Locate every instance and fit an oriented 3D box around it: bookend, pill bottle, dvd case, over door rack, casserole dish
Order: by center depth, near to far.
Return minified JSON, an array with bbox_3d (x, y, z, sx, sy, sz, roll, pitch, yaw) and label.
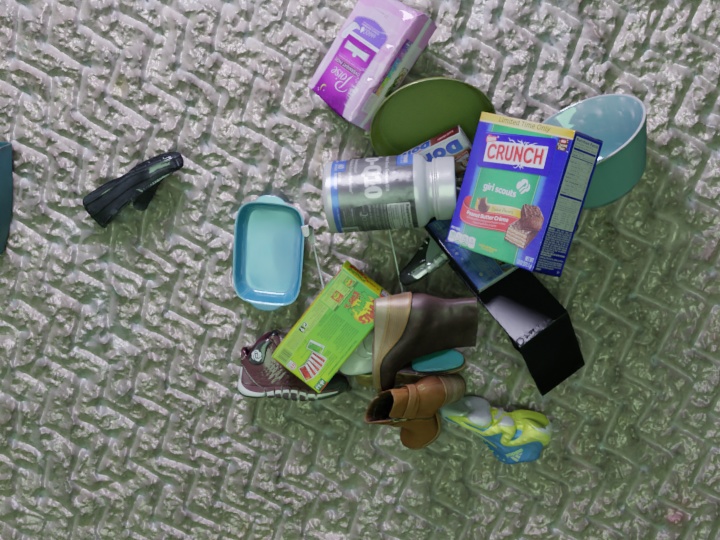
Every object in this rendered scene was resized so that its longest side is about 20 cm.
[{"bbox_3d":[0.048,-0.120,1.269,0.199,0.114,0.114,-4,104,8],"label":"pill bottle"},{"bbox_3d":[0.221,-0.069,1.294,0.200,0.018,0.143,-31,67,-13],"label":"dvd case"},{"bbox_3d":[0.257,0.071,1.344,0.092,0.199,0.200,-36,54,0],"label":"bookend"},{"bbox_3d":[0.000,0.000,1.386,0.147,0.067,0.201,-12,103,9],"label":"over door rack"},{"bbox_3d":[-0.155,-0.032,1.410,0.121,0.039,0.201,6,105,4],"label":"casserole dish"}]

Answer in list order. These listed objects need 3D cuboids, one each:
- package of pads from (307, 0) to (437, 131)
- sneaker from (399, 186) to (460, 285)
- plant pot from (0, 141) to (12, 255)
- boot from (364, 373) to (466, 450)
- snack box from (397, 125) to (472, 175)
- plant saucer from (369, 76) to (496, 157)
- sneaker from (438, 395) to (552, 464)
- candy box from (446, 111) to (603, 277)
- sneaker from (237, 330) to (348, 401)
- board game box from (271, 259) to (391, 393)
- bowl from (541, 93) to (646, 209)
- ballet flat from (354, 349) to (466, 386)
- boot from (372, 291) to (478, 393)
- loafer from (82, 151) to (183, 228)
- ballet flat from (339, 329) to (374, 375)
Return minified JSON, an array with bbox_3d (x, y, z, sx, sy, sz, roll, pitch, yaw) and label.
[{"bbox_3d":[0.015,-0.332,1.278,0.120,0.076,0.200,43,107,30],"label":"package of pads"},{"bbox_3d":[0.121,-0.071,1.349,0.200,0.075,0.116,-37,89,-8],"label":"sneaker"},{"bbox_3d":[-0.680,-0.109,1.398,0.141,0.141,0.201,4,112,5],"label":"plant pot"},{"bbox_3d":[0.074,0.247,1.378,0.200,0.155,0.077,-54,53,43],"label":"boot"},{"bbox_3d":[0.088,-0.160,1.325,0.200,0.024,0.072,-24,127,24],"label":"snack box"},{"bbox_3d":[0.113,-0.229,1.290,0.199,0.031,0.200,-2,142,-2],"label":"plant saucer"},{"bbox_3d":[0.228,0.287,1.433,0.199,0.076,0.105,12,117,14],"label":"sneaker"},{"bbox_3d":[0.229,-0.111,1.175,0.169,0.077,0.201,23,100,45],"label":"candy box"},{"bbox_3d":[-0.121,0.162,1.438,0.199,0.076,0.116,-1,101,7],"label":"sneaker"},{"bbox_3d":[-0.046,0.093,1.358,0.101,0.048,0.200,37,106,-5],"label":"board game box"},{"bbox_3d":[0.353,-0.169,1.260,0.200,0.201,0.105,-28,121,12],"label":"bowl"},{"bbox_3d":[0.085,0.172,1.433,0.199,0.069,0.063,-1,131,9],"label":"ballet flat"},{"bbox_3d":[0.102,0.123,1.313,0.166,0.072,0.201,1,125,0],"label":"boot"},{"bbox_3d":[-0.377,-0.137,1.394,0.200,0.068,0.071,-26,108,17],"label":"loafer"},{"bbox_3d":[0.054,0.120,1.396,0.199,0.069,0.070,-15,103,-3],"label":"ballet flat"}]
